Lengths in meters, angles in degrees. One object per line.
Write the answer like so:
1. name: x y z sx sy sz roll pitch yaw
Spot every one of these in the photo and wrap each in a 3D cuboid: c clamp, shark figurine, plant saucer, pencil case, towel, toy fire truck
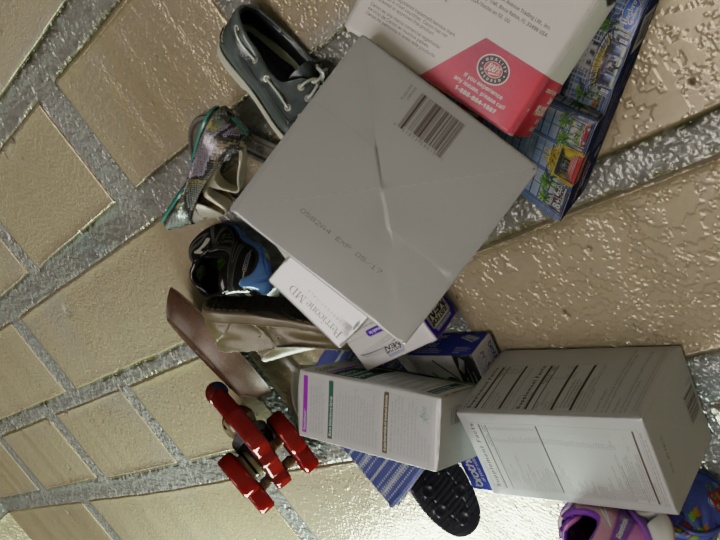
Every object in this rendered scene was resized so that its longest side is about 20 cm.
1. c clamp: -0.127 -0.089 1.003 0.200 0.027 0.171 31 138 17
2. shark figurine: -0.126 0.078 1.096 0.128 0.089 0.215 15 132 37
3. plant saucer: -0.202 0.107 1.163 0.200 0.037 0.201 42 166 13
4. pencil case: 0.317 0.292 0.888 0.078 0.087 0.201 39 142 35
5. towel: 0.016 0.162 1.018 0.200 0.024 0.145 47 121 28
6. toy fire truck: -0.161 0.240 1.228 0.168 0.112 0.200 42 164 29

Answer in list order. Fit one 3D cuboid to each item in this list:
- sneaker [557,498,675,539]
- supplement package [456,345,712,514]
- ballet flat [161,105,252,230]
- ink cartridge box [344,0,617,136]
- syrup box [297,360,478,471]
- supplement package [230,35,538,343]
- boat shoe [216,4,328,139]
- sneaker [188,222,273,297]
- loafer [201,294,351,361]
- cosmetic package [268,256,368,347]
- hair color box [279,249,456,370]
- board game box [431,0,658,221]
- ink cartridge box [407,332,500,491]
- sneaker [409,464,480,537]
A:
1. sneaker: 0.233 0.245 0.856 0.200 0.088 0.081 -128 28 -78
2. supplement package: 0.216 0.150 0.837 0.199 0.110 0.114 -6 117 43
3. ballet flat: -0.171 -0.098 0.971 0.072 0.072 0.200 42 136 5
4. ink cartridge box: 0.106 -0.214 0.583 0.145 0.084 0.200 36 108 12
5. syrup box: 0.027 0.154 0.940 0.199 0.079 0.082 6 96 40
6. supplement package: 0.022 -0.054 0.661 0.152 0.151 0.200 38 -178 4
7. boat shoe: -0.062 -0.179 0.837 0.200 0.073 0.062 46 145 8
8. sneaker: -0.173 -0.012 1.033 0.199 0.082 0.071 25 122 59
9. loafer: -0.088 0.069 1.012 0.199 0.076 0.068 7 117 11
10. cosmetic package: 0.016 -0.032 0.821 0.102 0.074 0.200 42 107 4
11. hair color box: 0.000 0.000 0.926 0.109 0.065 0.200 -28 100 39
12. board game box: 0.113 -0.171 0.697 0.199 0.062 0.201 29 137 19
13. ink cartridge box: 0.137 0.164 0.970 0.094 0.044 0.201 -5 120 45
14. sneaker: 0.078 0.241 1.052 0.200 0.070 0.082 50 177 24
